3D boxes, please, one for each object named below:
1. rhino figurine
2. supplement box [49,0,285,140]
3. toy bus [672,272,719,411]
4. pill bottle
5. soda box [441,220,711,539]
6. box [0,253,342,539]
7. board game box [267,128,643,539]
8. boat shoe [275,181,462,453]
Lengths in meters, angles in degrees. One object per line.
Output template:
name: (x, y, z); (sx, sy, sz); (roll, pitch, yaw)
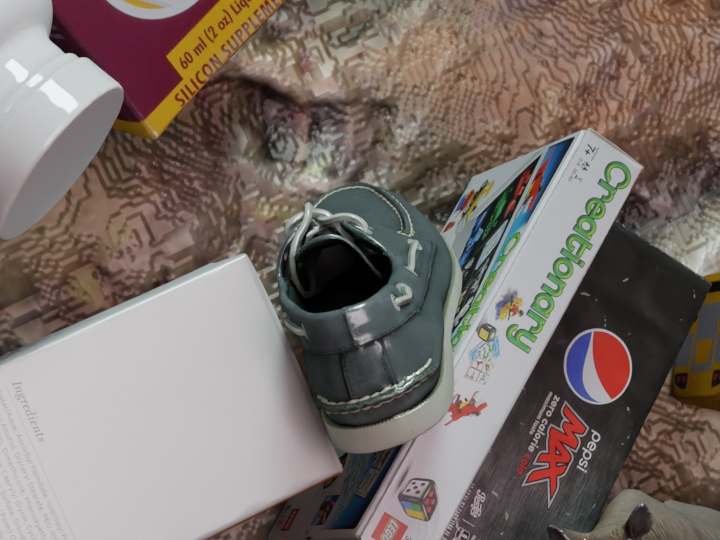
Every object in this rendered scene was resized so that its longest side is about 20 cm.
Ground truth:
rhino figurine: (0.127, 0.138, 0.959); (0.060, 0.200, 0.088); (-11, 77, 22)
supplement box: (-0.124, -0.164, 0.906); (0.110, 0.086, 0.200); (-49, 122, -16)
toy bus: (0.254, 0.044, 1.063); (0.199, 0.065, 0.079); (13, 80, -18)
pill bottle: (-0.188, -0.101, 0.835); (0.200, 0.104, 0.104); (38, 72, 5)
soda box: (0.077, 0.076, 0.997); (0.071, 0.063, 0.200); (32, 75, -14)
box: (-0.129, 0.081, 0.890); (0.200, 0.124, 0.098); (-25, 93, -20)
board game box: (0.038, 0.038, 0.954); (0.035, 0.126, 0.200); (34, 74, -12)
boat shoe: (0.000, 0.000, 0.912); (0.073, 0.200, 0.062); (-20, 115, 7)
